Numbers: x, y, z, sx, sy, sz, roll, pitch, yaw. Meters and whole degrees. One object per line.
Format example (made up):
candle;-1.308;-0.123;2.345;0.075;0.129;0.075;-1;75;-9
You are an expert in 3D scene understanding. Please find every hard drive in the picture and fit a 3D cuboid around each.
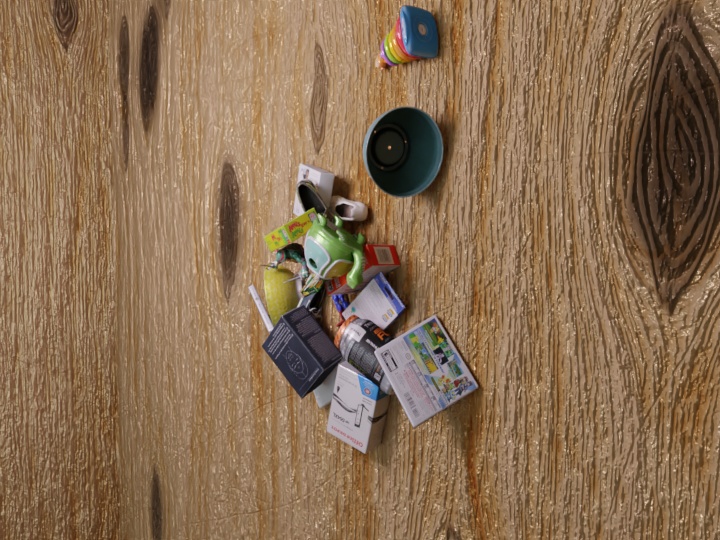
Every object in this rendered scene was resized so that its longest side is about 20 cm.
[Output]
hard drive;-0.086;0.311;1.606;0.199;0.026;0.135;-42;62;38

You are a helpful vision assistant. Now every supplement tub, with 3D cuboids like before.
supplement tub;0.034;0.211;1.375;0.197;0.121;0.126;35;117;20

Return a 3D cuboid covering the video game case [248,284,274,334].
video game case;-0.298;0.170;1.735;0.184;0.023;0.203;58;168;32

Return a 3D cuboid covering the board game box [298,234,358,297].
board game box;-0.086;-0.012;1.453;0.023;0.202;0.104;43;150;-12

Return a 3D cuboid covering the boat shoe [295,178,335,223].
boat shoe;-0.116;-0.153;1.461;0.071;0.060;0.206;-29;99;10

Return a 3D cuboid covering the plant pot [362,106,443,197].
plant pot;0.087;-0.294;1.297;0.134;0.193;0.208;-133;53;-65

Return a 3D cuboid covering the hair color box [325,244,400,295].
hair color box;0.000;0.000;1.440;0.198;0.109;0.066;-35;67;41

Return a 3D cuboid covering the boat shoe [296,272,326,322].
boat shoe;-0.147;0.111;1.626;0.061;0.074;0.206;27;101;36

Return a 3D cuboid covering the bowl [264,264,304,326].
bowl;-0.225;0.076;1.668;0.103;0.200;0.208;-10;83;2

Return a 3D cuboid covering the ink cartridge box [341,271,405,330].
ink cartridge box;0.040;0.106;1.443;0.121;0.041;0.201;54;130;17

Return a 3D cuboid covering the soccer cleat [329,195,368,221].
soccer cleat;-0.060;-0.176;1.517;0.196;0.076;0.072;13;101;45

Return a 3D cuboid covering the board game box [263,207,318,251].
board game box;-0.187;-0.107;1.446;0.049;0.100;0.199;60;156;-8

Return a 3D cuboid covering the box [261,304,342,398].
box;-0.170;0.236;1.562;0.201;0.106;0.149;49;125;13

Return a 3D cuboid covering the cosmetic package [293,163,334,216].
cosmetic package;-0.141;-0.224;1.579;0.199;0.050;0.157;-144;59;-61

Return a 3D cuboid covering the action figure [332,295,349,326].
action figure;-0.085;0.056;1.547;0.064;0.097;0.208;-21;74;42

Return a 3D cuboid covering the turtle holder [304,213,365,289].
turtle holder;-0.058;-0.043;1.338;0.182;0.141;0.134;32;105;1

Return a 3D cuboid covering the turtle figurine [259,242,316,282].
turtle figurine;-0.190;-0.030;1.574;0.148;0.196;0.105;26;111;41

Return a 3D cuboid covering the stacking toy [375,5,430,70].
stacking toy;0.094;-0.559;1.336;0.197;0.107;0.121;-9;88;57

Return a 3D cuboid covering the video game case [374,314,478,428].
video game case;0.154;0.236;1.268;0.178;0.022;0.203;-28;64;-5

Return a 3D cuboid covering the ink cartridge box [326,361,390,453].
ink cartridge box;-0.003;0.369;1.464;0.142;0.083;0.208;18;105;31
